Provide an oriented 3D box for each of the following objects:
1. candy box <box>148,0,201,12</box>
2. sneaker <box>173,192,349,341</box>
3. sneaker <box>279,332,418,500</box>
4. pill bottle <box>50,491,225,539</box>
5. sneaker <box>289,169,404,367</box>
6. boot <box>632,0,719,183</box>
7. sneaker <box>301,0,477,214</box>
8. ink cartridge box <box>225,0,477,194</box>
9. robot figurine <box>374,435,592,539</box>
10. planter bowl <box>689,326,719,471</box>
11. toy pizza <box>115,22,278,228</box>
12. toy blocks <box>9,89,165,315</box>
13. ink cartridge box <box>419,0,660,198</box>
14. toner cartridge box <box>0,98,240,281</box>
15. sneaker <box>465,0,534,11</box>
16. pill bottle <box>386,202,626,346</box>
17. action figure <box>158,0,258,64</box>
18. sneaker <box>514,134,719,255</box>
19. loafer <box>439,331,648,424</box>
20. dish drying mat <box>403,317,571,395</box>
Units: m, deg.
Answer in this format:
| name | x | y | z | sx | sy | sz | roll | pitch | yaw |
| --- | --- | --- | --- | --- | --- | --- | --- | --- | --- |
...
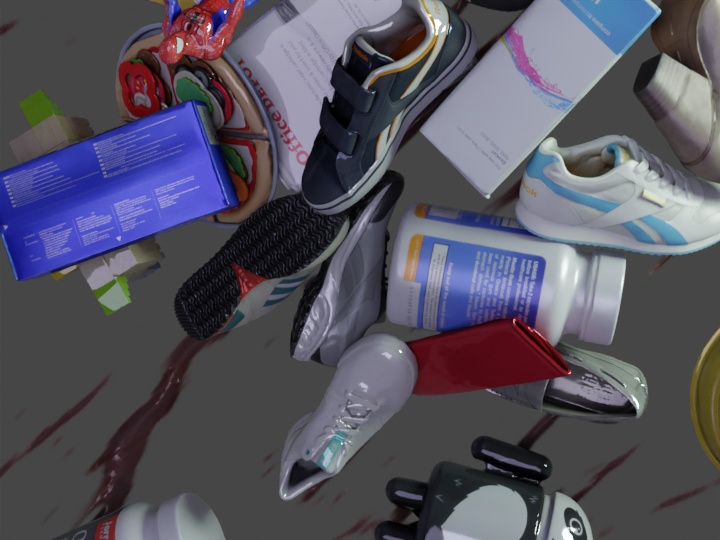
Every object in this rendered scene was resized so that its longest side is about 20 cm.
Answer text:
| name | x | y | z | sx | sy | sz | roll | pitch | yaw |
| --- | --- | --- | --- | --- | --- | --- | --- | --- | --- |
| candy box | -0.162 | -0.340 | 1.065 | 0.136 | 0.061 | 0.201 | 19 | 104 | 9 |
| sneaker | -0.081 | -0.009 | 1.098 | 0.199 | 0.093 | 0.071 | -38 | 81 | 23 |
| sneaker | -0.015 | 0.144 | 1.091 | 0.075 | 0.089 | 0.200 | 33 | 126 | -3 |
| pill bottle | -0.240 | 0.300 | 1.180 | 0.199 | 0.116 | 0.116 | -26 | 95 | 14 |
| sneaker | 0.000 | 0.000 | 1.106 | 0.079 | 0.074 | 0.201 | 20 | 107 | -11 |
| boot | 0.315 | -0.171 | 1.005 | 0.146 | 0.070 | 0.201 | 32 | 78 | -18 |
| sneaker | 0.004 | -0.140 | 0.970 | 0.200 | 0.079 | 0.078 | -52 | 47 | 10 |
| ink cartridge box | -0.016 | -0.184 | 1.058 | 0.199 | 0.085 | 0.146 | -34 | 93 | 13 |
| robot figurine | 0.115 | 0.248 | 1.097 | 0.199 | 0.125 | 0.151 | 14 | 116 | 8 |
| planter bowl | 0.395 | 0.126 | 1.042 | 0.199 | 0.083 | 0.202 | 2 | 102 | 11 |
| toy pizza | -0.156 | -0.124 | 1.070 | 0.199 | 0.032 | 0.201 | 24 | 132 | 29 |
| toy blocks | -0.241 | -0.064 | 1.104 | 0.100 | 0.137 | 0.201 | -30 | 89 | 10 |
| ink cartridge box | 0.150 | -0.167 | 0.998 | 0.085 | 0.145 | 0.200 | 42 | 105 | 1 |
| toner cartridge box | -0.211 | -0.067 | 1.007 | 0.199 | 0.043 | 0.096 | -18 | 90 | 10 |
| sneaker | 0.068 | -0.290 | 1.005 | 0.200 | 0.088 | 0.074 | 37 | 103 | 10 |
| pill bottle | 0.130 | 0.009 | 1.055 | 0.199 | 0.112 | 0.113 | 11 | 103 | 9 |
| action figure | -0.110 | -0.250 | 0.993 | 0.065 | 0.200 | 0.099 | 25 | 144 | 13 |
| sneaker | 0.236 | -0.067 | 1.012 | 0.199 | 0.077 | 0.081 | 2 | 129 | -9 |
| loafer | 0.164 | 0.094 | 1.085 | 0.199 | 0.070 | 0.070 | 12 | 106 | 9 |
| dish drying mat | 0.093 | 0.079 | 1.052 | 0.077 | 0.018 | 0.200 | 43 | 148 | -20 |
